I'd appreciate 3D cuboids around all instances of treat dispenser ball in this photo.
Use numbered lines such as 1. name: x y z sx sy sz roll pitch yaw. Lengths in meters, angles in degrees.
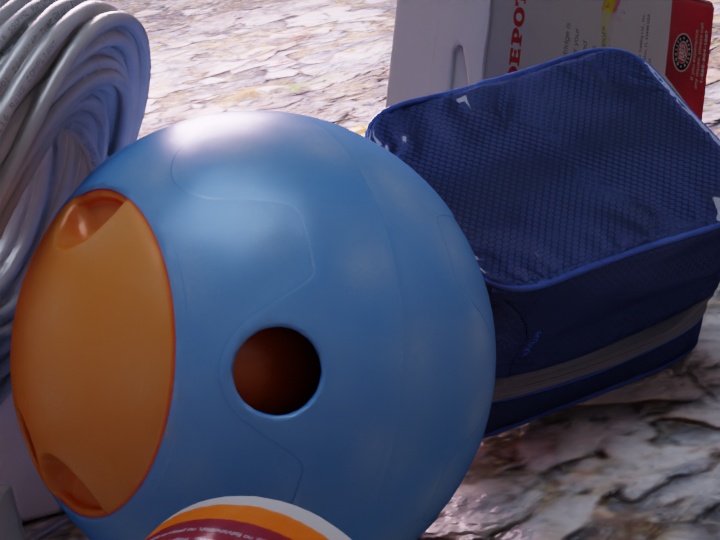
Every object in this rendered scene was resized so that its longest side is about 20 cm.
1. treat dispenser ball: -0.044 0.035 0.740 0.200 0.202 0.201 -9 18 3

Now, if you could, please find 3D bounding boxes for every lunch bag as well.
1. lunch bag: 0.093 -0.012 0.900 0.199 0.133 0.136 -16 53 -26

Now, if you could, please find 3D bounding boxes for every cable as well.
1. cable: -0.160 -0.029 0.766 0.069 0.201 0.200 24 28 8

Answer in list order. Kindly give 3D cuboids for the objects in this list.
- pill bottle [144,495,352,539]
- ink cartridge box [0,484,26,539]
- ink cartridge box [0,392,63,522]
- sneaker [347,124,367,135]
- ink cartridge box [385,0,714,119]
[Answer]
1. pill bottle: -0.065 0.157 0.529 0.109 0.110 0.200 -1 20 24
2. ink cartridge box: -0.211 0.140 0.723 0.116 0.068 0.200 -1 20 26
3. ink cartridge box: -0.153 0.047 0.946 0.147 0.086 0.200 -15 21 -12
4. sneaker: 0.063 -0.073 1.237 0.199 0.078 0.082 -21 23 -4
5. ink cartridge box: 0.112 -0.102 1.063 0.199 0.147 0.083 4 4 -42
